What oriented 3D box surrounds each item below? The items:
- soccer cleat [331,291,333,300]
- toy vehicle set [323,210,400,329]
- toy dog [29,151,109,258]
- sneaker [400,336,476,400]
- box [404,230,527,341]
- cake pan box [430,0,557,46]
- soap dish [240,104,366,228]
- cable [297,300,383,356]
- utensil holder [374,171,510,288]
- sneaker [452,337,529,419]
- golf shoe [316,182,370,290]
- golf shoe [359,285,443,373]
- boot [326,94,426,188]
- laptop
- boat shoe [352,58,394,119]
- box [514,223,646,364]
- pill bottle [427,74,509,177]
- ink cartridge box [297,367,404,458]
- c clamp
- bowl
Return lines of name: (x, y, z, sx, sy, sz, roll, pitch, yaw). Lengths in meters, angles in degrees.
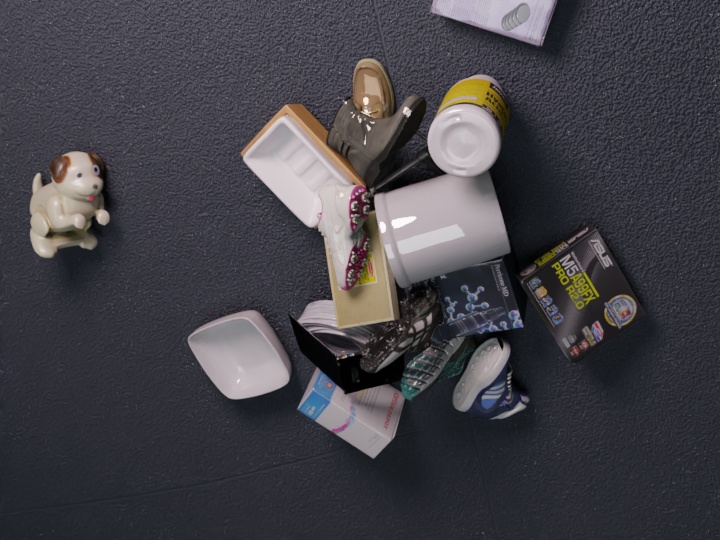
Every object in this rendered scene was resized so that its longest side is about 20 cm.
soccer cleat: (-0.031, 0.020, 1.460, 0.080, 0.068, 0.202, -8, 120, 29)
toy vehicle set: (0.000, 0.000, 1.354, 0.123, 0.026, 0.203, -10, 86, 29)
toy dog: (-0.591, -0.155, 1.507, 0.200, 0.139, 0.195, -46, 63, 36)
sneaker: (0.162, 0.186, 1.440, 0.077, 0.200, 0.092, 22, 154, 53)
box: (0.195, 0.032, 1.366, 0.198, 0.107, 0.150, -12, 116, 23)
cake pan box: (0.215, -0.458, 1.087, 0.182, 0.053, 0.202, 17, 125, 5)
soap dish: (-0.099, -0.190, 1.328, 0.200, 0.082, 0.157, 45, 132, -12)
cable: (-0.032, 0.129, 1.483, 0.199, 0.070, 0.200, 30, 152, -16)
utensil holder: (0.141, -0.080, 1.257, 0.197, 0.171, 0.172, -17, 116, 10)
sneaker: (0.288, 0.221, 1.472, 0.145, 0.081, 0.201, 14, 126, -20)
golf shoe: (-0.033, -0.063, 1.296, 0.091, 0.075, 0.203, 18, 120, 26)
golf shoe: (0.083, 0.120, 1.280, 0.077, 0.200, 0.095, 8, 137, 52)
boot: (0.014, -0.236, 1.188, 0.131, 0.068, 0.200, 46, 138, 9)
laptop: (-0.023, 0.151, 1.421, 0.197, 0.117, 0.188, -13, 152, -3)
boat shoe: (0.019, -0.258, 1.265, 0.073, 0.067, 0.202, 2, 122, 17)
box: (0.393, 0.044, 1.310, 0.159, 0.044, 0.201, -34, 108, 6)
pill bottle: (0.175, -0.235, 1.147, 0.110, 0.201, 0.113, 8, 124, 12)
ink cartridge box: (-0.016, 0.282, 1.568, 0.199, 0.145, 0.085, 33, 125, -4)
c clamp: (0.081, -0.163, 1.295, 0.170, 0.027, 0.199, 22, 136, -37)
bowl: (-0.256, 0.179, 1.626, 0.198, 0.075, 0.201, -18, 113, 27)
